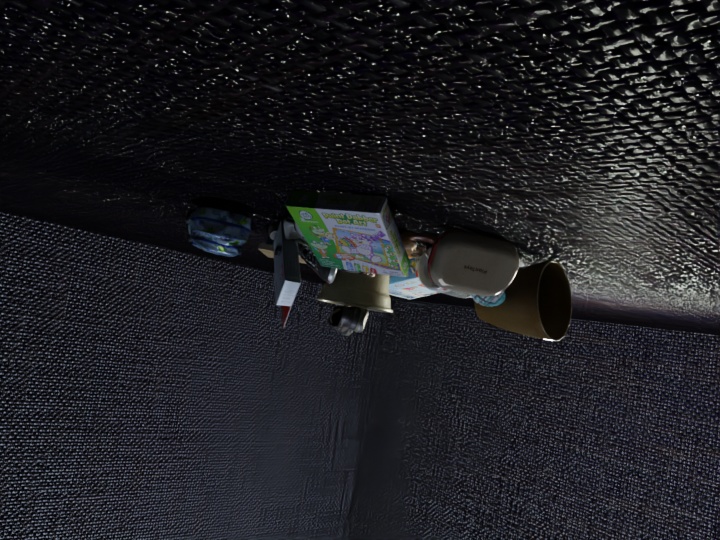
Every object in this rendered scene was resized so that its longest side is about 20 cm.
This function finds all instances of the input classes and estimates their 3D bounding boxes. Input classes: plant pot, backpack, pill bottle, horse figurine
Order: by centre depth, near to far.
[{"bbox_3d":[0.102,-0.040,1.378,0.131,0.051,0.199,20,138,-37],"label":"horse figurine"},{"bbox_3d":[-0.340,-0.099,1.440,0.161,0.156,0.199,19,158,-24],"label":"backpack"},{"bbox_3d":[0.388,0.078,1.454,0.198,0.190,0.185,-6,166,43],"label":"plant pot"},{"bbox_3d":[0.000,0.000,1.499,0.197,0.187,0.200,10,175,1],"label":"plant pot"},{"bbox_3d":[0.247,0.009,1.526,0.113,0.116,0.199,5,173,42],"label":"pill bottle"}]

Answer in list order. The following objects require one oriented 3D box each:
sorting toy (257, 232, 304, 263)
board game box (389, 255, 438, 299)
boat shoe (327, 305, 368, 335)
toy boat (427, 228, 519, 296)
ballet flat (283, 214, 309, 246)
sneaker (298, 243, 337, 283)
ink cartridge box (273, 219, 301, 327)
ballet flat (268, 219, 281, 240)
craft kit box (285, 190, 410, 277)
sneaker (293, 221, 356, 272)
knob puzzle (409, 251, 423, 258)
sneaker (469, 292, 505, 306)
[{"bbox_3d":[-0.186,-0.068,1.748,0.197,0.071,0.199,10,175,0],"label":"sorting toy"},{"bbox_3d":[0.154,0.024,1.655,0.194,0.057,0.199,-15,160,39],"label":"board game box"},{"bbox_3d":[-0.041,0.114,1.466,0.072,0.076,0.200,21,163,-13],"label":"boat shoe"},{"bbox_3d":[0.236,-0.028,1.267,0.197,0.132,0.131,12,-155,-13],"label":"toy boat"},{"bbox_3d":[-0.088,-0.082,1.404,0.197,0.071,0.069,11,175,-7],"label":"ballet flat"},{"bbox_3d":[-0.112,-0.028,1.439,0.081,0.078,0.200,13,-165,-25],"label":"sneaker"},{"bbox_3d":[-0.191,0.007,1.444,0.043,0.202,0.175,8,135,-20],"label":"ink cartridge box"},{"bbox_3d":[-0.145,-0.097,1.536,0.197,0.047,0.068,6,143,-24],"label":"ballet flat"},{"bbox_3d":[-0.019,-0.070,1.144,0.197,0.049,0.199,7,145,26],"label":"craft kit box"},{"bbox_3d":[-0.066,-0.065,1.315,0.198,0.075,0.089,32,167,2],"label":"sneaker"},{"bbox_3d":[0.160,-0.033,1.697,0.216,0.031,0.220,10,175,1],"label":"knob puzzle"},{"bbox_3d":[0.264,0.003,1.383,0.199,0.092,0.078,39,124,-14],"label":"sneaker"}]
